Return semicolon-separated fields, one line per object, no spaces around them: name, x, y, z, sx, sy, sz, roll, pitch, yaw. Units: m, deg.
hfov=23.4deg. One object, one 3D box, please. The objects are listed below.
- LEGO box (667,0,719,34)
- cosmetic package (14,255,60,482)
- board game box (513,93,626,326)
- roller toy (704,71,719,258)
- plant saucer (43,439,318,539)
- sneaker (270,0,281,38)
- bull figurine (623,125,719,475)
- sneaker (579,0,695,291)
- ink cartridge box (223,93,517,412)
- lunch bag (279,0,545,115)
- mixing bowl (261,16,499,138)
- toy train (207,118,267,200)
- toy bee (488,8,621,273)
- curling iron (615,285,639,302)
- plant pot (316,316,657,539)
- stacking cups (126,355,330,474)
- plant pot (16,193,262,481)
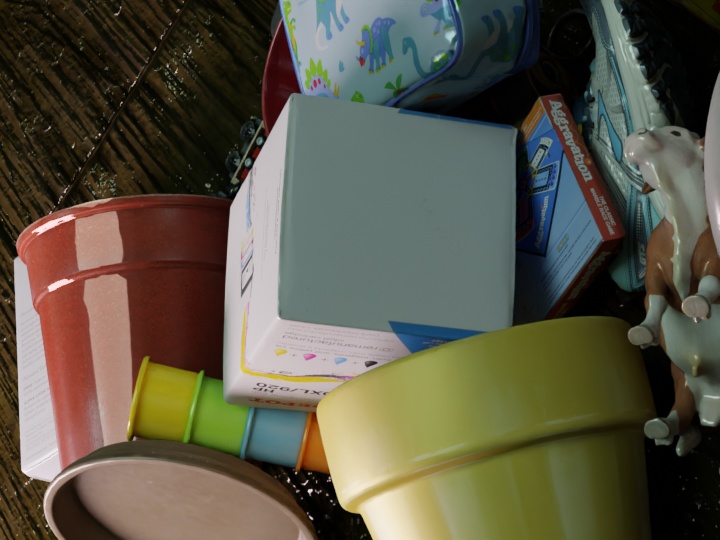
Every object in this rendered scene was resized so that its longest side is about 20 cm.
LEGO box;0.166;-0.242;1.091;0.077;0.200;0.149;-54;44;9
cosmetic package;-0.225;0.075;1.435;0.074;0.101;0.201;-31;52;33
board game box;0.105;-0.012;1.106;0.103;0.019;0.200;68;155;23
roller toy;0.270;-0.053;0.918;0.139;0.182;0.201;-1;113;42
plant saucer;-0.123;0.176;1.224;0.199;0.200;0.030;-23;42;38
sneaker;0.006;-0.250;1.353;0.200;0.075;0.079;-36;30;15
bull figurine;0.188;0.018;0.968;0.065;0.201;0.122;-4;34;29
sneaker;0.158;-0.081;1.058;0.086;0.077;0.201;-22;78;28
ink cartridge box;0.000;0.000;1.112;0.200;0.146;0.146;127;147;-67
lunch bag;0.025;-0.176;1.080;0.200;0.082;0.162;-28;76;59
mixing bowl;0.034;-0.140;1.252;0.199;0.108;0.201;-19;62;39
toy train;-0.079;-0.095;1.405;0.046;0.034;0.201;36;101;43
toy bee;0.116;-0.096;1.151;0.131;0.108;0.200;-49;45;22
curling iron;0.230;-0.045;1.072;0.200;0.025;0.050;-41;46;27
plant pot;0.089;0.147;1.027;0.200;0.200;0.190;-25;72;37
stacking cups;-0.057;0.105;1.192;0.061;0.199;0.061;-170;90;-89
plant pot;-0.154;0.069;1.311;0.200;0.200;0.197;-21;68;39
